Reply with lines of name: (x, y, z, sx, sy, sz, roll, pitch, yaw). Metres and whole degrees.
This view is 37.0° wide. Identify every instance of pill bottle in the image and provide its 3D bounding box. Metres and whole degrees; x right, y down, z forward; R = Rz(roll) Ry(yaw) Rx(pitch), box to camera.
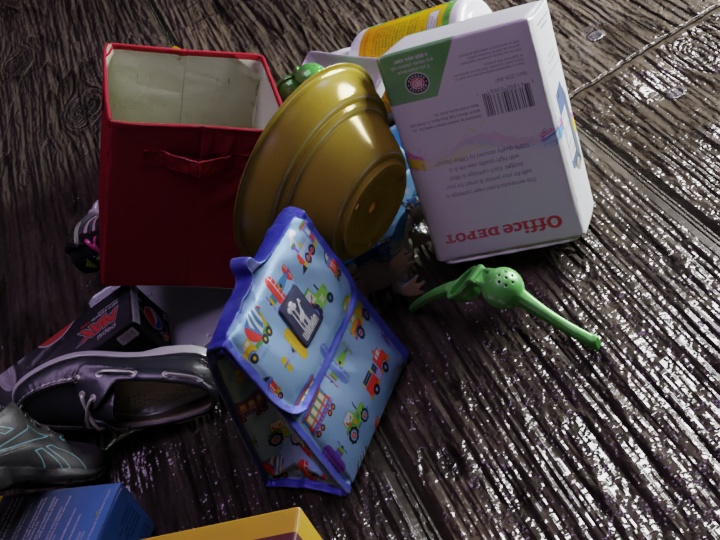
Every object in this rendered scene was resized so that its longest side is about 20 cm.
pill bottle: (0.055, -0.228, 1.211, 0.197, 0.112, 0.112, -9, 40, 34)

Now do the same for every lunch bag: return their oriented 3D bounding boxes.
lunch bag: (-0.056, 0.060, 0.881, 0.093, 0.201, 0.152, -1, 45, 32)

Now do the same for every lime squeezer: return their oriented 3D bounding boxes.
lime squeezer: (-0.062, -0.180, 1.142, 0.037, 0.072, 0.199, -10, 5, -32)
lime squeezer: (0.110, 0.022, 0.923, 0.198, 0.071, 0.038, 9, 67, 41)

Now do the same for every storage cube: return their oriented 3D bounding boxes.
storage cube: (-0.175, -0.102, 1.073, 0.168, 0.182, 0.201, 1, 35, -16)

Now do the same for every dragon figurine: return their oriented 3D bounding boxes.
dragon figurine: (0.000, 0.000, 1.025, 0.198, 0.059, 0.100, -29, 26, -2)

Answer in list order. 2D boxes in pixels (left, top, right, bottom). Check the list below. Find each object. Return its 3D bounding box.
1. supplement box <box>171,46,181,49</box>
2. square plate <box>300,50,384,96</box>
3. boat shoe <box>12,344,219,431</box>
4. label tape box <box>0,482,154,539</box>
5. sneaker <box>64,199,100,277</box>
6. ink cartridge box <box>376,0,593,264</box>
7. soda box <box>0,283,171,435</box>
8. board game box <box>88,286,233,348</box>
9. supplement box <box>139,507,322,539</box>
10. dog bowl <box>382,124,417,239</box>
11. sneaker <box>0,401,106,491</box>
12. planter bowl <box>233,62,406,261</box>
supplement box: (-0.211, -0.188, 1.347, 0.108, 0.110, 0.199, -39, 37, -13)
square plate: (-0.050, -0.138, 1.158, 0.199, 0.028, 0.201, 25, 90, 60)
boat shoe: (-0.229, 0.116, 1.005, 0.196, 0.077, 0.061, -13, 32, -3)
label tape box: (-0.290, 0.264, 0.913, 0.197, 0.064, 0.146, -10, 40, 25)
sneaker: (-0.288, -0.031, 1.237, 0.088, 0.074, 0.199, -51, 27, -16)
ink cartridge box: (0.117, -0.122, 0.971, 0.143, 0.203, 0.088, -10, 20, 25)
soda box: (-0.282, 0.101, 1.065, 0.199, 0.063, 0.071, -35, 38, 10)
board game box: (-0.181, 0.031, 1.143, 0.198, 0.026, 0.200, -34, 38, -6)
supplement box: (-0.108, 0.293, 0.701, 0.194, 0.134, 0.202, -15, 39, 17)
dog bowl: (0.049, -0.110, 1.136, 0.198, 0.050, 0.112, -34, 37, -7)
sneaker: (-0.297, 0.154, 0.947, 0.074, 0.199, 0.081, -12, 77, 25)
planter bowl: (-0.016, -0.072, 0.950, 0.083, 0.202, 0.201, 31, 64, 24)
